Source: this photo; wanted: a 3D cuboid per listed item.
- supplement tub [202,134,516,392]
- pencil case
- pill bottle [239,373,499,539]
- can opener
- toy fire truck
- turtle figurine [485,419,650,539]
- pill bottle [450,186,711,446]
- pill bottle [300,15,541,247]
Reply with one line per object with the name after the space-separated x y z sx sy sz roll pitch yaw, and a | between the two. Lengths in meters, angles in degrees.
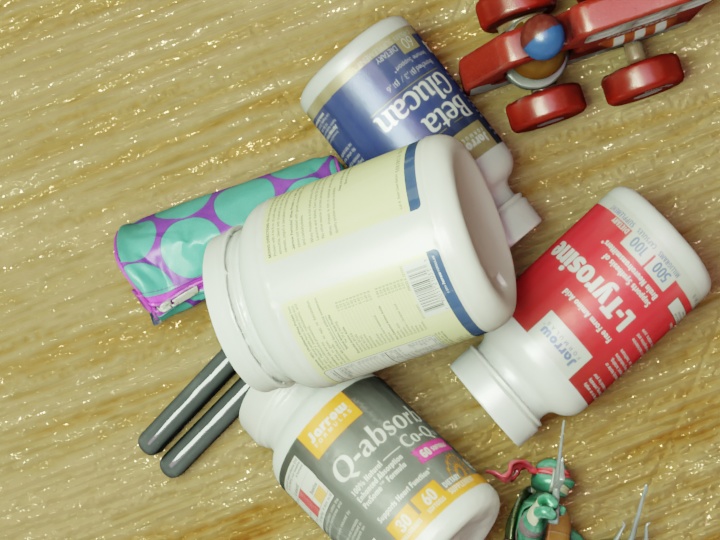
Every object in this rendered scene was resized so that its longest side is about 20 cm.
0.000 0.000 1.031 0.198 0.145 0.147 -20 87 18 | supplement tub
-0.093 -0.025 1.149 0.197 0.086 0.093 -20 51 2 | pencil case
0.003 0.152 1.106 0.200 0.116 0.117 42 91 23 | pill bottle
-0.103 0.085 1.158 0.053 0.067 0.200 44 91 4 | can opener
0.172 -0.185 1.100 0.197 0.168 0.114 -16 87 2 | toy fire truck
0.157 0.225 1.126 0.149 0.100 0.203 17 77 -41 | turtle figurine
0.170 0.039 1.122 0.200 0.112 0.112 -43 87 1 | pill bottle
0.052 -0.092 1.133 0.111 0.111 0.201 -39 87 1 | pill bottle
